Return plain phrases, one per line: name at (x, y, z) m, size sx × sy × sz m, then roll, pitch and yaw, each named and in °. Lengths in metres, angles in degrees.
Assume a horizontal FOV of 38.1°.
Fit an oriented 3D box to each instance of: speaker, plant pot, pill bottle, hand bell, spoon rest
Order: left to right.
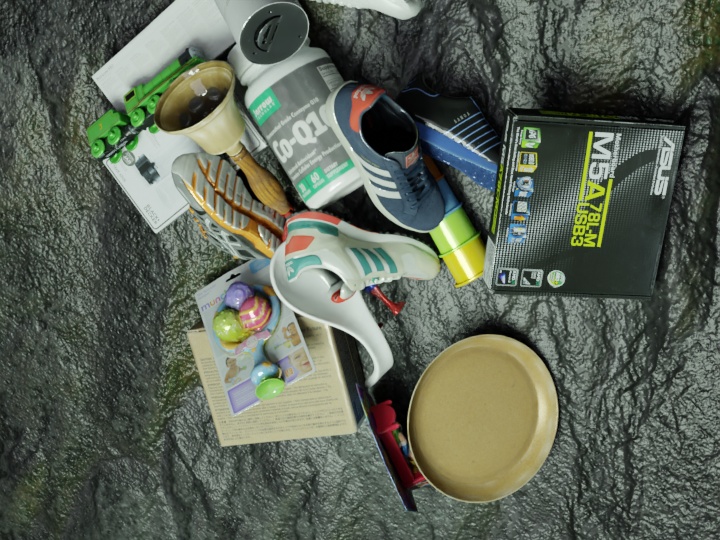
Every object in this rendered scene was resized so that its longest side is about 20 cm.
hand bell at (-0.137, -0.132, 1.193) m, size 0.103 × 0.105 × 0.200 m, roll -15°, pitch 138°, yaw 22°
speaker at (-0.127, -0.314, 1.129) m, size 0.081 × 0.081 × 0.201 m, roll -48°, pitch 51°, yaw 26°
pill bottle at (-0.062, -0.180, 1.188) m, size 0.113 × 0.113 × 0.201 m, roll -33°, pitch 88°, yaw 25°
spoon rest at (-0.027, 0.045, 1.226) m, size 0.201 × 0.099 × 0.060 m, roll 51°, pitch 150°, yaw -6°
plant pot at (0.144, 0.175, 1.245) m, size 0.197 × 0.027 × 0.203 m, roll -2°, pitch 95°, yaw -18°

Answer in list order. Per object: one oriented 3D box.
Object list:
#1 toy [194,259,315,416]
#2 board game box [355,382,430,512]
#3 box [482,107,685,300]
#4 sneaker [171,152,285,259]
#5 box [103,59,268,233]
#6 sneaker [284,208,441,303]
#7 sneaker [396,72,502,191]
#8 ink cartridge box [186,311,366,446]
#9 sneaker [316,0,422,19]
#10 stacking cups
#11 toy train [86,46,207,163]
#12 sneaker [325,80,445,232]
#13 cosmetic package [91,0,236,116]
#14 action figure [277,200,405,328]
toy at (-0.138, 0.064, 1.256) m, size 0.114 × 0.047 × 0.201 m, roll -29°, pitch 54°, yaw 5°
board game box at (0.049, 0.209, 1.259) m, size 0.039 × 0.200 × 0.160 m, roll -23°, pitch 74°, yaw 2°
box at (0.240, -0.070, 1.134) m, size 0.190 × 0.048 × 0.203 m, roll 4°, pitch 110°, yaw -6°
sneaker at (-0.166, -0.066, 1.246) m, size 0.076 × 0.079 × 0.200 m, roll -12°, pitch 142°, yaw 29°
box at (-0.206, -0.151, 1.280) m, size 0.199 × 0.060 × 0.117 m, roll -36°, pitch 95°, yaw 25°
sneaker at (0.000, 0.000, 1.206) m, size 0.198 × 0.095 × 0.070 m, roll 17°, pitch 159°, yaw -23°
sneaker at (0.130, -0.149, 1.168) m, size 0.198 × 0.070 × 0.079 m, roll 26°, pitch 80°, yaw -10°
ink cartridge box at (-0.103, 0.129, 1.335) m, size 0.198 × 0.075 × 0.167 m, roll -8°, pitch 104°, yaw 21°
sneaker at (-0.020, -0.329, 1.159) m, size 0.199 × 0.076 × 0.081 m, roll 36°, pitch 124°, yaw 11°
stacking cups at (0.083, -0.079, 1.215) m, size 0.060 × 0.060 × 0.201 m, roll -31°, pitch 93°, yaw 25°
toy train at (-0.249, -0.195, 1.229) m, size 0.199 × 0.042 × 0.057 m, roll -32°, pitch 63°, yaw 26°
sneaker at (0.043, -0.115, 1.109) m, size 0.084 × 0.075 × 0.200 m, roll 11°, pitch 148°, yaw 53°
cosmetic package at (-0.224, -0.262, 1.252) m, size 0.199 × 0.051 × 0.083 m, roll -33°, pitch 100°, yaw 25°
action figure at (-0.033, -0.012, 1.278) m, size 0.200 × 0.052 × 0.065 m, roll 46°, pitch 111°, yaw -2°
